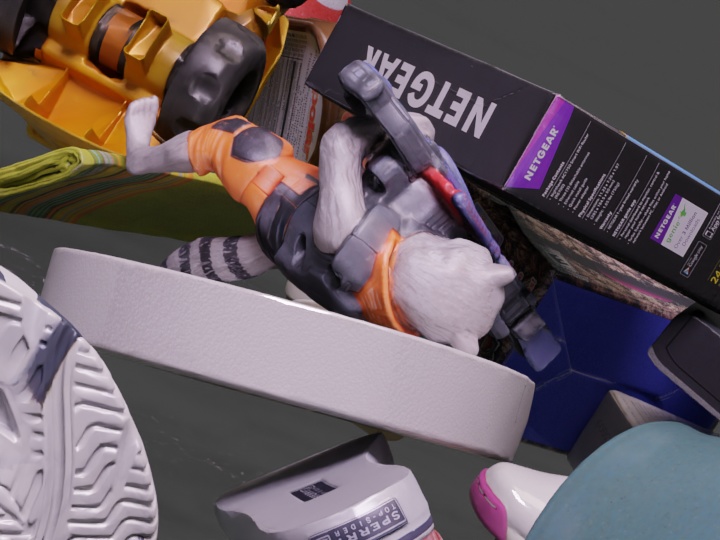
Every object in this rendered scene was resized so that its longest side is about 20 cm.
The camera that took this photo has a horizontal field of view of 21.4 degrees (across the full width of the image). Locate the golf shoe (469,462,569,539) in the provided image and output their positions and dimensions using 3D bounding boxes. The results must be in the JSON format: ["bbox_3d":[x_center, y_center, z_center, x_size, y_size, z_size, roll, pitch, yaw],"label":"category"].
[{"bbox_3d":[0.147,0.119,0.871,0.199,0.092,0.075,23,19,-16],"label":"golf shoe"}]

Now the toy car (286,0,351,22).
[{"bbox_3d":[-0.069,-0.225,1.248,0.177,0.201,0.184,9,-5,44],"label":"toy car"}]

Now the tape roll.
[{"bbox_3d":[-0.031,0.035,0.771,0.202,0.037,0.203,16,-5,1],"label":"tape roll"}]

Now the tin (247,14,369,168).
[{"bbox_3d":[-0.038,-0.088,1.082,0.042,0.112,0.200,5,8,-21],"label":"tin"}]

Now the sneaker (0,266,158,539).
[{"bbox_3d":[-0.149,0.027,0.663,0.199,0.080,0.130,43,-6,-12],"label":"sneaker"}]

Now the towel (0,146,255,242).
[{"bbox_3d":[-0.095,-0.031,0.944,0.086,0.018,0.200,-13,-13,38],"label":"towel"}]

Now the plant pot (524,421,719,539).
[{"bbox_3d":[0.153,0.146,0.655,0.188,0.201,0.200,25,10,39],"label":"plant pot"}]

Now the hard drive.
[{"bbox_3d":[0.224,0.060,0.941,0.139,0.033,0.200,40,19,12],"label":"hard drive"}]

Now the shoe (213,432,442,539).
[{"bbox_3d":[-0.001,0.116,0.687,0.200,0.071,0.091,177,-109,-82],"label":"shoe"}]

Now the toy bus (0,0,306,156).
[{"bbox_3d":[-0.094,-0.129,1.015,0.135,0.200,0.192,28,-14,12],"label":"toy bus"}]

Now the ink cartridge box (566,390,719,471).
[{"bbox_3d":[0.214,0.139,0.993,0.200,0.050,0.109,24,17,-21],"label":"ink cartridge box"}]

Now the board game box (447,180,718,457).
[{"bbox_3d":[0.100,0.013,1.083,0.159,0.097,0.200,19,20,-33],"label":"board game box"}]

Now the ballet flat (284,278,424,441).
[{"bbox_3d":[-0.007,0.016,0.957,0.063,0.069,0.200,14,20,-14],"label":"ballet flat"}]

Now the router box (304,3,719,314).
[{"bbox_3d":[0.081,-0.055,0.900,0.149,0.051,0.200,26,4,-33],"label":"router box"}]

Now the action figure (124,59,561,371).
[{"bbox_3d":[0.000,0.000,0.835,0.193,0.105,0.200,21,-24,51],"label":"action figure"}]
